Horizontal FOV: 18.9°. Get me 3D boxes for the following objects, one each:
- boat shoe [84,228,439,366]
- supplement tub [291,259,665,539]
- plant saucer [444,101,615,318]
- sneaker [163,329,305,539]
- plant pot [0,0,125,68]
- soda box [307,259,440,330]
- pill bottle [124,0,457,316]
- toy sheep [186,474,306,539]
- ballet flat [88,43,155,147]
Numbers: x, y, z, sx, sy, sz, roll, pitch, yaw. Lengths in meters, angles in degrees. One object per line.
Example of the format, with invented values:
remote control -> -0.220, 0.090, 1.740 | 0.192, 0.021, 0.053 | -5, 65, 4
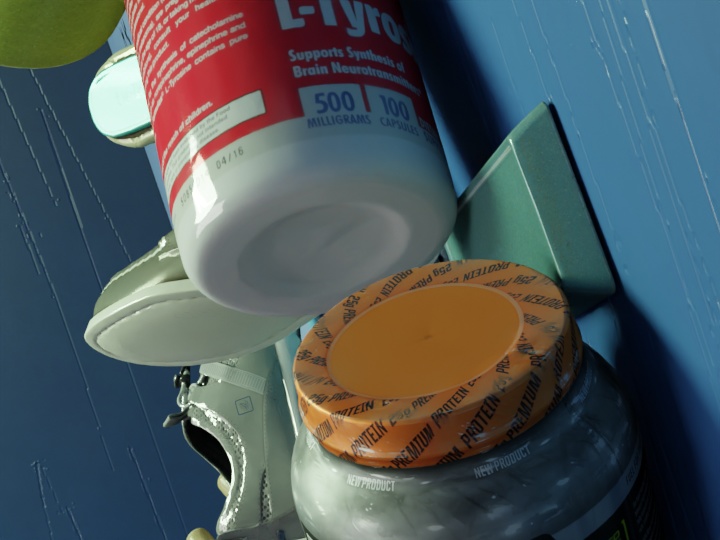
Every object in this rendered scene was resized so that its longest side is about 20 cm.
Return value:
boat shoe -> -0.048, -0.008, 1.013 | 0.072, 0.201, 0.060 | 29, -130, -44
supplement tub -> 0.048, 0.104, 0.765 | 0.123, 0.122, 0.200 | -123, 15, -60
plant saucer -> 0.058, -0.008, 0.825 | 0.200, 0.019, 0.070 | 125, 124, -79
sneaker -> -0.067, 0.053, 1.119 | 0.075, 0.082, 0.200 | 86, 165, -55
plant pot -> -0.163, -0.242, 1.160 | 0.200, 0.187, 0.187 | -44, 59, 41
soda box -> 0.000, 0.000, 1.077 | 0.068, 0.064, 0.200 | 79, 168, -47
pill bottle -> -0.036, -0.091, 0.889 | 0.112, 0.112, 0.200 | 85, 171, -61
toy sheep -> -0.022, 0.172, 1.258 | 0.138, 0.200, 0.138 | 13, 109, 41
ballet flat -> -0.056, -0.105, 1.091 | 0.200, 0.069, 0.070 | -9, 103, 44
